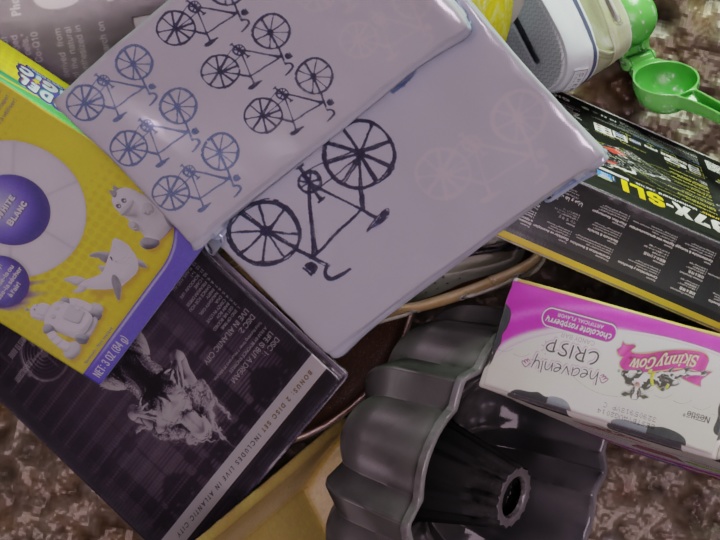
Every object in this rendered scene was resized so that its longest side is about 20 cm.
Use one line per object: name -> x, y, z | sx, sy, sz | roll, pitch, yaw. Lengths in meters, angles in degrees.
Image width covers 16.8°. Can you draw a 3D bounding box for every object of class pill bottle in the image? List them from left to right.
pill bottle -> -0.175, -0.137, 1.262 | 0.199, 0.114, 0.114 | -9, 97, -3

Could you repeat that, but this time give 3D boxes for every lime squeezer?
lime squeezer -> 0.155, -0.129, 1.310 | 0.038, 0.071, 0.200 | -25, 70, -9

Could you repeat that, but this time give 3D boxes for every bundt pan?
bundt pan -> 0.050, 0.108, 1.278 | 0.076, 0.202, 0.203 | 17, 96, 32

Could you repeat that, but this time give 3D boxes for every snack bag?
snack bag -> -0.014, -0.066, 1.154 | 0.188, 0.021, 0.200 | -37, 108, 21

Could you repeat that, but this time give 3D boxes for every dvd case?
dvd case -> -0.122, 0.041, 1.282 | 0.200, 0.016, 0.149 | 43, 112, 9

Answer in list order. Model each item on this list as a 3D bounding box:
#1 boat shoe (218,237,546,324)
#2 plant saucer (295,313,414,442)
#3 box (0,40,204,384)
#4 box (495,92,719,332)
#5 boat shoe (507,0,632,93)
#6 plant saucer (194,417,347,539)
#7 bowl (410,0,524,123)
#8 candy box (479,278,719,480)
boat shoe -> 0.000, 0.000, 1.271 | 0.199, 0.076, 0.072 | -17, 100, 1
plant saucer -> -0.068, -0.003, 1.323 | 0.199, 0.037, 0.201 | -1, 97, -4
box -> -0.179, -0.044, 1.214 | 0.200, 0.048, 0.117 | 33, 113, -11
box -> 0.147, -0.032, 1.269 | 0.199, 0.160, 0.049 | 23, 111, -7
boat shoe -> 0.078, -0.190, 1.303 | 0.062, 0.072, 0.201 | -23, 89, -40
plant saucer -> -0.025, 0.206, 1.292 | 0.048, 0.200, 0.201 | -20, 99, 33
bowl -> 0.021, -0.154, 1.240 | 0.107, 0.200, 0.201 | -12, 98, -33
candy box -> 0.167, 0.067, 1.242 | 0.136, 0.200, 0.061 | 16, 86, 32
